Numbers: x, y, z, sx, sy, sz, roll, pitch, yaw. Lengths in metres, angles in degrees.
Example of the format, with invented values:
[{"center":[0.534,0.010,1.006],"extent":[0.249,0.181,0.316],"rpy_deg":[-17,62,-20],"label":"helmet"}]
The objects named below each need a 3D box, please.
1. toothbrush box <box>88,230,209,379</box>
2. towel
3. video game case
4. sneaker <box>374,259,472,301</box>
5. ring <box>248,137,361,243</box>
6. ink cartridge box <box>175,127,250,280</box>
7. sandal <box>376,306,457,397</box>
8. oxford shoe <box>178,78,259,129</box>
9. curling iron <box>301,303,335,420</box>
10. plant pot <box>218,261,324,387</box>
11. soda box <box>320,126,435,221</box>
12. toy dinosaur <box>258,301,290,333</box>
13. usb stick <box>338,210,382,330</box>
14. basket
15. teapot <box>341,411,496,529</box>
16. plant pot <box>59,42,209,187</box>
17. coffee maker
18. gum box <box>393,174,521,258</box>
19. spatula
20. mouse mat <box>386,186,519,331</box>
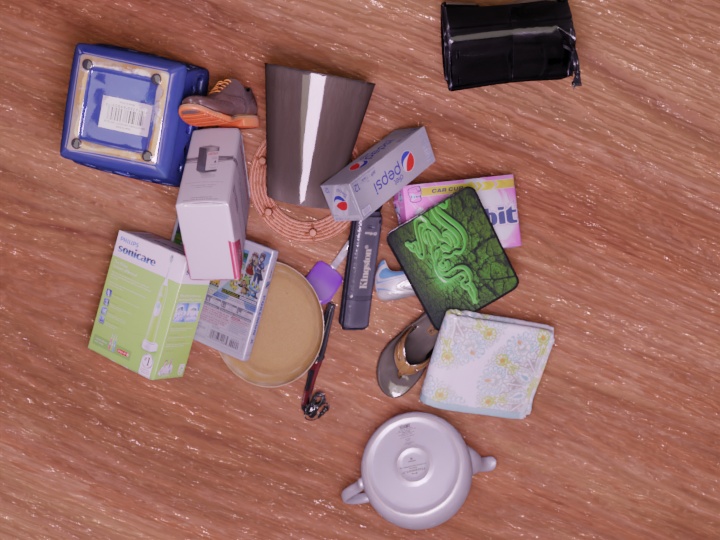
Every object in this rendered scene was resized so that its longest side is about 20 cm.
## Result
[{"center":[-0.336,0.054,1.584],"extent":[0.143,0.086,0.204],"rpy_deg":[19,98,25],"label":"toothbrush box"},{"center":[0.209,0.154,1.616],"extent":[0.196,0.048,0.174],"rpy_deg":[9,113,-14],"label":"towel"},{"center":[-0.240,0.026,1.598],"extent":[0.197,0.022,0.186],"rpy_deg":[20,97,25],"label":"video game case"},{"center":[0.121,0.011,1.619],"extent":[0.195,0.072,0.074],"rpy_deg":[-1,85,-5],"label":"sneaker"},{"center":[-0.087,-0.146,1.623],"extent":[0.196,0.019,0.205],"rpy_deg":[0,97,0],"label":"ring"},{"center":[-0.223,-0.104,1.516],"extent":[0.083,0.202,0.148],"rpy_deg":[-1,130,2],"label":"ink cartridge box"},{"center":[0.095,0.133,1.626],"extent":[0.082,0.055,0.200],"rpy_deg":[42,110,-6],"label":"sandal"},{"center":[-0.222,-0.261,1.525],"extent":[0.070,0.200,0.075],"rpy_deg":[0,94,19],"label":"oxford shoe"},{"center":[-0.065,0.154,1.653],"extent":[0.049,0.026,0.204],"rpy_deg":[10,98,5],"label":"curling iron"},{"center":[-0.147,0.086,1.592],"extent":[0.196,0.027,0.205],"rpy_deg":[1,93,18],"label":"plant pot"},{"center":[0.030,-0.152,1.537],"extent":[0.200,0.067,0.064],"rpy_deg":[-41,118,-37],"label":"soda box"},{"center":[-0.160,0.084,1.629],"extent":[0.101,0.058,0.201],"rpy_deg":[-37,96,5],"label":"toy dinosaur"},{"center":[0.000,0.000,1.621],"extent":[0.054,0.033,0.204],"rpy_deg":[3,103,-21],"label":"usb stick"},{"center":[-0.080,-0.208,1.543],"extent":[0.177,0.136,0.204],"rpy_deg":[9,100,-12],"label":"basket"},{"center":[0.093,0.339,1.624],"extent":[0.198,0.147,0.199],"rpy_deg":[27,74,21],"label":"teapot"},{"center":[-0.354,-0.243,1.529],"extent":[0.196,0.180,0.204],"rpy_deg":[11,96,-2],"label":"plant pot"},{"center":[0.224,-0.352,1.515],"extent":[0.196,0.193,0.137],"rpy_deg":[-7,113,2],"label":"coffee maker"},{"center":[0.152,-0.084,1.587],"extent":[0.196,0.066,0.116],"rpy_deg":[-7,88,-8],"label":"gum box"},{"center":[-0.024,-0.034,1.635],"extent":[0.056,0.021,0.201],"rpy_deg":[36,94,-4],"label":"spatula"},{"center":[0.148,-0.015,1.553],"extent":[0.159,0.008,0.202],"rpy_deg":[-30,113,3],"label":"mouse mat"}]
